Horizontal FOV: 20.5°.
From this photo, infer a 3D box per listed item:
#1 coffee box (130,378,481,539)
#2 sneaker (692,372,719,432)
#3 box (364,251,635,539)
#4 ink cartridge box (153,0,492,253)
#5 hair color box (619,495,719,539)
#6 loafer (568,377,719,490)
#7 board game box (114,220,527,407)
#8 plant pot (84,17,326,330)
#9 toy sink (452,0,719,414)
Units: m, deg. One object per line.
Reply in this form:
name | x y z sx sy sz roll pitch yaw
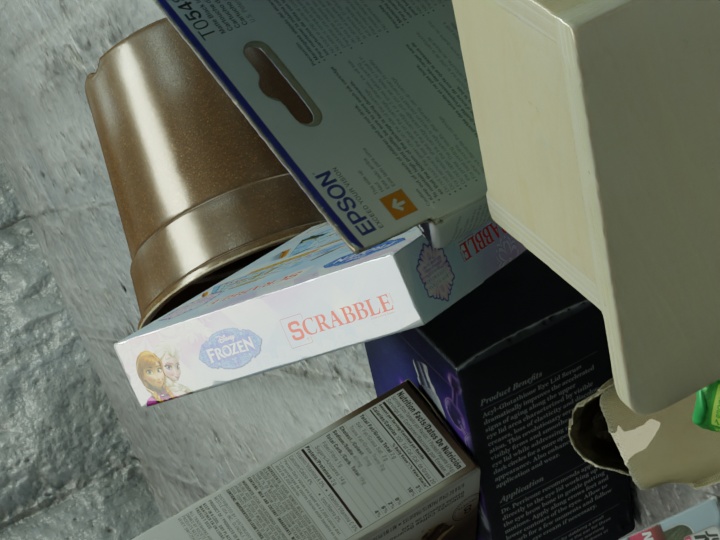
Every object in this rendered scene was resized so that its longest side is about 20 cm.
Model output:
coffee box | -0.030 0.166 1.186 0.080 0.200 0.113 49 157 30
sneaker | 0.196 0.061 0.909 0.200 0.083 0.074 47 156 40
box | 0.082 0.076 1.246 0.148 0.104 0.201 44 155 50
ink cartridge box | 0.016 -0.108 0.976 0.200 0.200 0.041 52 151 21
hair color box | 0.188 0.171 0.935 0.200 0.060 0.099 24 -137 -61
loafer | 0.169 0.082 1.051 0.076 0.068 0.200 63 163 2
board game box | 0.000 0.000 1.083 0.199 0.199 0.041 -18 99 38
plant pot | -0.100 -0.073 1.463 0.200 0.199 0.199 111 139 -68
toy sink | 0.127 -0.064 0.861 0.112 0.130 0.201 43 154 50
